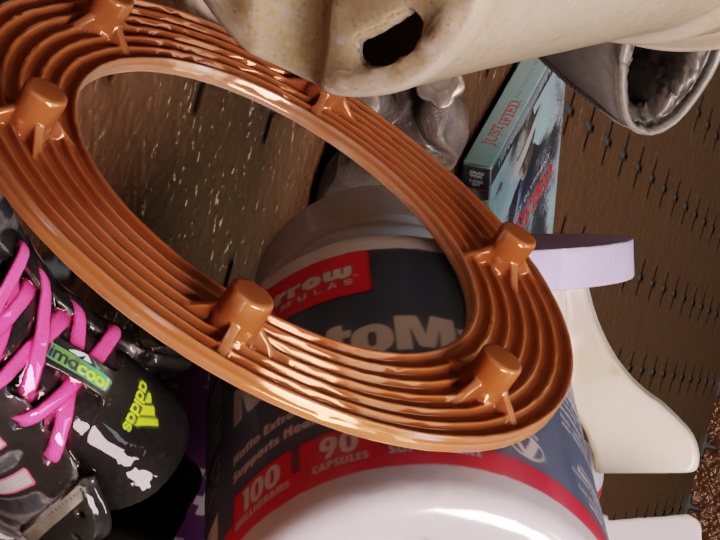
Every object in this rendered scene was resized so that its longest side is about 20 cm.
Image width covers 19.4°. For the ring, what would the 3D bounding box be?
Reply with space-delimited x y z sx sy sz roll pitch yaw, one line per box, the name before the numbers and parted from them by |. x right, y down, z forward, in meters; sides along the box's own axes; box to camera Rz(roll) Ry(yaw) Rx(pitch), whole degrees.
ring | -0.021 -0.023 0.604 0.019 0.200 0.200 -57 172 24

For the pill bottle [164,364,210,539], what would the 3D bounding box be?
pill bottle | -0.047 0.119 0.786 0.112 0.112 0.200 76 33 -60

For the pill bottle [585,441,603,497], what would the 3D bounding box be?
pill bottle | 0.069 0.191 1.236 0.116 0.116 0.200 -35 139 -66

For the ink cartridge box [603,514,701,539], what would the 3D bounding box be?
ink cartridge box | 0.057 0.176 0.968 0.068 0.200 0.115 112 -25 -76

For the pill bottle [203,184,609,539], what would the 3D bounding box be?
pill bottle | 0.010 0.058 0.658 0.200 0.120 0.120 -96 -170 -59

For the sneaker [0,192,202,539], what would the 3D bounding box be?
sneaker | -0.092 0.028 0.596 0.200 0.087 0.074 79 31 -57

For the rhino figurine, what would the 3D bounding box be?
rhino figurine | 0.000 0.000 0.931 0.087 0.060 0.200 -14 122 -84

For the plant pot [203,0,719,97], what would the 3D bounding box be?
plant pot | 0.042 -0.141 0.650 0.183 0.200 0.201 -27 133 -43

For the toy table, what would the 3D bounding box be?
toy table | 0.075 0.043 1.045 0.200 0.184 0.117 -6 95 -68

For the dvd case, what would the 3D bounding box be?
dvd case | 0.090 -0.030 1.278 0.146 0.022 0.200 -59 157 -44

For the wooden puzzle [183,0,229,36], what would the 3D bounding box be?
wooden puzzle | -0.016 -0.179 0.769 0.185 0.037 0.200 -10 109 -72

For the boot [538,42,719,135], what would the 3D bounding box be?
boot | 0.083 -0.167 0.834 0.200 0.073 0.182 -137 -129 -60
